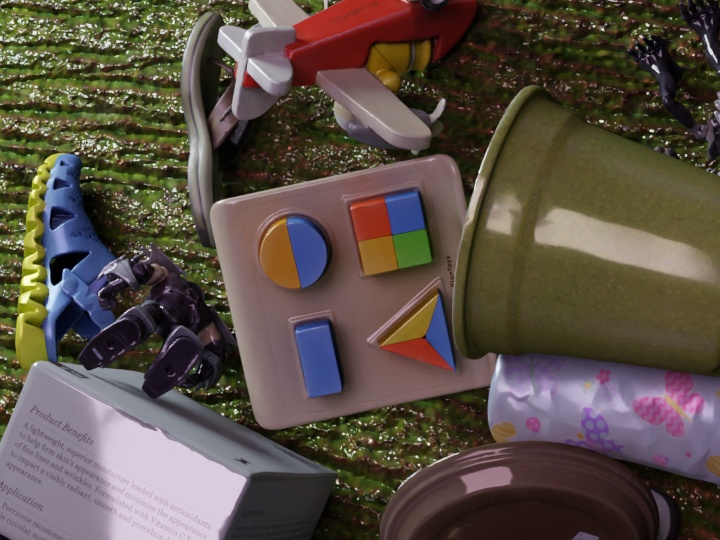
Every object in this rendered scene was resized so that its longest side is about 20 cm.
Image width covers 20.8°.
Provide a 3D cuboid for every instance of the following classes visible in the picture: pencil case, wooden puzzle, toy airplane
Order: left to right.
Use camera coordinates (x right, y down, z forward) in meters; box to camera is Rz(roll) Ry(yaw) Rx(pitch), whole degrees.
[{"bbox_3d":[-0.016,-0.162,1.575,0.198,0.142,0.201,4,45,15],"label":"toy airplane"},{"bbox_3d":[-0.005,0.020,1.506,0.199,0.046,0.186,-11,99,7],"label":"wooden puzzle"},{"bbox_3d":[0.192,0.102,1.432,0.199,0.083,0.091,5,85,28],"label":"pencil case"}]

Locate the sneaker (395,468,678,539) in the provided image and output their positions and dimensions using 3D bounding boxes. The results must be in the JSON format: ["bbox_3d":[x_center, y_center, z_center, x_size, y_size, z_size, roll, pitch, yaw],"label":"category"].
[{"bbox_3d":[0.123,0.180,1.430,0.200,0.108,0.068,-1,76,26],"label":"sneaker"}]

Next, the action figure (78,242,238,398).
[{"bbox_3d":[-0.160,0.044,1.570,0.130,0.200,0.069,39,102,-3],"label":"action figure"}]

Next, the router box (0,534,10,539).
[{"bbox_3d":[-0.224,0.300,1.514,0.062,0.200,0.150,25,88,44],"label":"router box"}]

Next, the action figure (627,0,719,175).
[{"bbox_3d":[0.258,-0.095,1.443,0.119,0.102,0.201,-33,63,30],"label":"action figure"}]

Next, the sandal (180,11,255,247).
[{"bbox_3d":[-0.116,-0.118,1.659,0.057,0.080,0.202,-5,80,7],"label":"sandal"}]

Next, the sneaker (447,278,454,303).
[{"bbox_3d":[0.000,0.000,1.554,0.199,0.088,0.075,5,77,26],"label":"sneaker"}]

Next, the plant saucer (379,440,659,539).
[{"bbox_3d":[0.113,0.193,1.384,0.199,0.200,0.030,-22,42,20],"label":"plant saucer"}]

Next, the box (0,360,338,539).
[{"bbox_3d":[-0.153,0.172,1.499,0.198,0.200,0.131,25,93,20],"label":"box"}]

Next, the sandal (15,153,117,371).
[{"bbox_3d":[-0.250,-0.007,1.697,0.087,0.080,0.201,2,69,-5],"label":"sandal"}]

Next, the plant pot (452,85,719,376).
[{"bbox_3d":[0.184,-0.011,1.375,0.183,0.200,0.201,16,83,18],"label":"plant pot"}]
